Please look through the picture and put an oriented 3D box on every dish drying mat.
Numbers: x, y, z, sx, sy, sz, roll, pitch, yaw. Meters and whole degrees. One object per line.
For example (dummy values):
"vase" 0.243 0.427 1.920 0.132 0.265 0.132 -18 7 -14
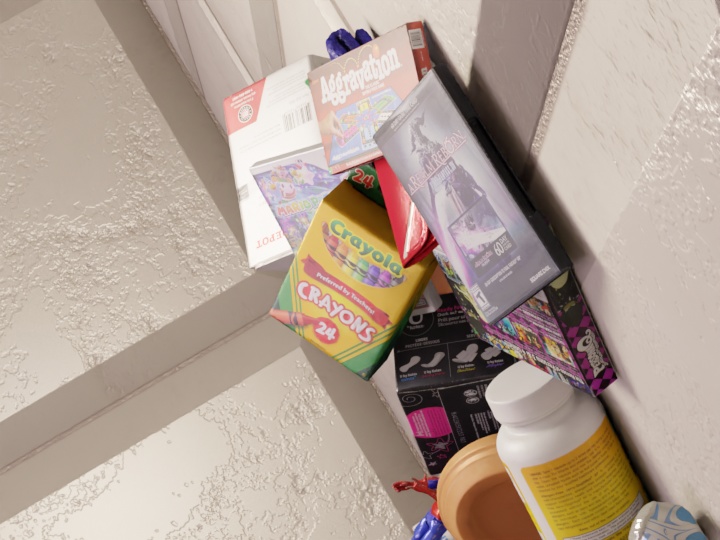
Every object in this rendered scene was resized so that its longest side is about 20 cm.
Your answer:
"dish drying mat" 0.033 -0.108 1.613 0.077 0.018 0.201 -44 56 55

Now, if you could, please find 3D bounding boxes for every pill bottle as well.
"pill bottle" 0.200 0.185 1.684 0.200 0.113 0.113 61 173 -17

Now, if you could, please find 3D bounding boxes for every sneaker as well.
"sneaker" 0.284 0.260 1.595 0.072 0.072 0.200 29 171 17

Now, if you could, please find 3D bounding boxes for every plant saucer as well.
"plant saucer" 0.177 0.250 1.813 0.038 0.199 0.201 -78 -32 -51

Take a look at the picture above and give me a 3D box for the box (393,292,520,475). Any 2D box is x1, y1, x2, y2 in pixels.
"box" 0.115 0.118 1.861 0.200 0.132 0.115 68 -166 -56

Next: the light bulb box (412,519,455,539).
"light bulb box" 0.200 0.339 1.987 0.199 0.200 0.125 62 173 -23

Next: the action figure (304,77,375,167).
"action figure" -0.001 -0.115 1.774 0.200 0.055 0.118 62 174 -13

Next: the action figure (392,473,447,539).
"action figure" 0.058 0.272 1.894 0.099 0.200 0.065 23 -159 -22

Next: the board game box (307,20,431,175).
"board game box" 0.012 -0.155 1.597 0.200 0.019 0.103 -15 86 62

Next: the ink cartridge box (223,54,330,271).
"ink cartridge box" -0.060 -0.112 1.889 0.083 0.147 0.201 5 -110 -47

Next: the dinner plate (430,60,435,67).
"dinner plate" 0.090 -0.110 1.613 0.201 0.024 0.200 58 173 12

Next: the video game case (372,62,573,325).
"video game case" 0.092 -0.062 1.482 0.200 0.019 0.143 57 152 6

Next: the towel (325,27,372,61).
"towel" 0.039 -0.145 1.765 0.148 0.049 0.200 49 169 46

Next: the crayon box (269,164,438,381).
"crayon box" 0.000 0.000 1.729 0.127 0.051 0.200 33 129 10

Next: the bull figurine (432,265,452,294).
"bull figurine" 0.069 0.018 2.051 0.065 0.121 0.201 -50 -53 -52

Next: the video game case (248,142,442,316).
"video game case" -0.016 -0.035 1.772 0.143 0.018 0.200 -12 113 41

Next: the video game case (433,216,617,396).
"video game case" 0.135 0.010 1.586 0.200 0.036 0.182 26 148 58
